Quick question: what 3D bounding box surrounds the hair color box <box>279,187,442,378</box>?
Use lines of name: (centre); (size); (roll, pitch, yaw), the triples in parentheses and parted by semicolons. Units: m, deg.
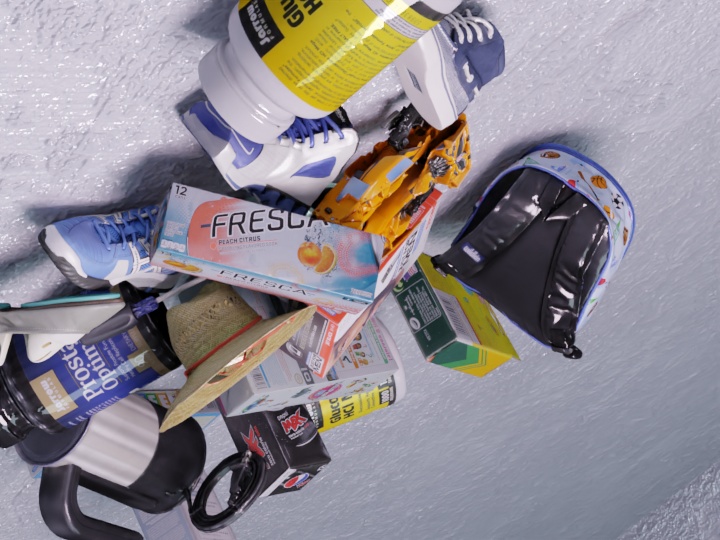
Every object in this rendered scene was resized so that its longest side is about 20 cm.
hair color box: (0.000, 0.000, 1.623); (0.200, 0.064, 0.111); (-50, 168, -31)

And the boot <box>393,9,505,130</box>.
boot: (0.074, -0.207, 1.409); (0.090, 0.073, 0.200); (-42, 159, -7)

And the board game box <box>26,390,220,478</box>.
board game box: (-0.276, 0.191, 1.871); (0.134, 0.034, 0.199); (-42, 153, 29)

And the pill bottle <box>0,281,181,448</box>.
pill bottle: (-0.281, 0.089, 1.558); (0.199, 0.112, 0.112); (-30, 157, 3)

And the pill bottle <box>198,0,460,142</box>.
pill bottle: (-0.027, -0.191, 1.232); (0.200, 0.113, 0.112); (-38, 155, 23)

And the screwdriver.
screwdriver: (-0.174, 0.022, 1.472); (0.199, 0.028, 0.029); (-24, -163, 13)

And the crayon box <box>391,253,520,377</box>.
crayon box: (0.110, 0.056, 1.897); (0.051, 0.127, 0.200); (-35, 155, 18)

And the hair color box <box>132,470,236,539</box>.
hair color box: (-0.206, 0.284, 1.841); (0.061, 0.201, 0.099); (-34, 156, 15)

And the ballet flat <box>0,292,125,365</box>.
ballet flat: (-0.307, 0.054, 1.430); (0.199, 0.064, 0.067); (-2, -178, 5)

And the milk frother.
milk frother: (-0.226, 0.188, 1.668); (0.199, 0.181, 0.188); (-26, 146, 24)

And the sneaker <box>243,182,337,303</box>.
sneaker: (-0.051, -0.032, 1.598); (0.118, 0.074, 0.200); (-27, 155, 16)

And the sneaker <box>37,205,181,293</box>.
sneaker: (-0.215, -0.029, 1.449); (0.077, 0.076, 0.200); (-44, 162, 20)

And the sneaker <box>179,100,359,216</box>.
sneaker: (-0.070, -0.119, 1.418); (0.115, 0.081, 0.199); (-43, 152, 6)

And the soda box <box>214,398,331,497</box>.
soda box: (-0.110, 0.141, 1.738); (0.063, 0.201, 0.071); (-4, 148, -44)

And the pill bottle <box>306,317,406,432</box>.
pill bottle: (-0.055, 0.136, 1.901); (0.199, 0.113, 0.113); (-21, 156, -16)

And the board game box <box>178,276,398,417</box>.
board game box: (-0.074, 0.065, 1.684); (0.199, 0.148, 0.064); (-6, 155, -40)

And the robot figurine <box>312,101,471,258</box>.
robot figurine: (0.039, -0.083, 1.537); (0.200, 0.058, 0.145); (-45, 152, -20)

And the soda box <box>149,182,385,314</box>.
soda box: (-0.083, -0.018, 1.415); (0.199, 0.064, 0.068); (14, 165, -11)

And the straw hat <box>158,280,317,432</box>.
straw hat: (-0.136, 0.057, 1.487); (0.201, 0.085, 0.201); (-39, 175, -4)

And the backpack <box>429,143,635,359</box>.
backpack: (0.209, -0.037, 1.748); (0.154, 0.200, 0.191); (-48, 169, -46)
